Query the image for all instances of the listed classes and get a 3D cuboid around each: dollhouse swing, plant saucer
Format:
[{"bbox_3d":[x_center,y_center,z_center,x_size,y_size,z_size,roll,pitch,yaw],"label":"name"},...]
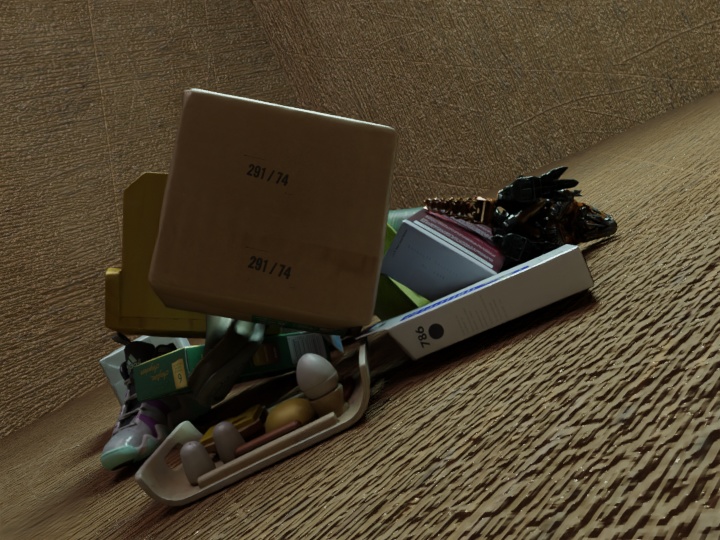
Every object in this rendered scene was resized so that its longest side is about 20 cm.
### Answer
[{"bbox_3d":[-0.196,-0.009,0.867,0.198,0.178,0.182,2,-9,-9],"label":"dollhouse swing"},{"bbox_3d":[0.016,-0.010,0.809,0.048,0.200,0.200,-46,-2,16],"label":"plant saucer"}]

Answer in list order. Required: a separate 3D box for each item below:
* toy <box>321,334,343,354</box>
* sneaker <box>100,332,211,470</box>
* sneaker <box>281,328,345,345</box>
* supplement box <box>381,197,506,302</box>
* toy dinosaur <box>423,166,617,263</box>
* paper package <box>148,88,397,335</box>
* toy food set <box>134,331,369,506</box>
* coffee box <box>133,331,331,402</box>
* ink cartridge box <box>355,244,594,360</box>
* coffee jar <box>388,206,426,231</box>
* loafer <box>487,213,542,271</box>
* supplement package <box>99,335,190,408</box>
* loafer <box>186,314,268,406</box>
[{"bbox_3d":[-0.055,0.002,0.797,0.047,0.116,0.200,-24,-35,15],"label":"toy"},{"bbox_3d":[-0.264,0.141,0.838,0.077,0.141,0.200,-24,4,14],"label":"sneaker"},{"bbox_3d":[-0.073,0.086,0.971,0.199,0.075,0.082,-20,-11,28],"label":"sneaker"},{"bbox_3d":[0.100,-0.018,0.772,0.061,0.108,0.200,-62,-10,19],"label":"supplement box"},{"bbox_3d":[0.173,-0.051,0.752,0.198,0.103,0.136,-14,7,3],"label":"toy dinosaur"},{"bbox_3d":[-0.077,-0.047,0.651,0.198,0.193,0.103,9,-10,-5],"label":"paper package"},{"bbox_3d":[-0.080,0.114,0.602,0.198,0.061,0.144,-25,4,2],"label":"toy food set"},{"bbox_3d":[-0.145,0.108,0.819,0.199,0.044,0.122,-4,-12,-44],"label":"coffee box"},{"bbox_3d":[0.099,0.032,0.617,0.198,0.040,0.099,-23,-1,13],"label":"ink cartridge box"},{"bbox_3d":[0.052,-0.045,1.061,0.198,0.106,0.085,3,-11,30],"label":"coffee jar"},{"bbox_3d":[0.176,-0.039,0.895,0.199,0.072,0.073,-23,4,30],"label":"loafer"},{"bbox_3d":[-0.324,0.160,1.127,0.120,0.121,0.200,-27,4,-13],"label":"supplement package"},{"bbox_3d":[-0.135,0.061,0.718,0.075,0.069,0.200,-54,6,26],"label":"loafer"}]
